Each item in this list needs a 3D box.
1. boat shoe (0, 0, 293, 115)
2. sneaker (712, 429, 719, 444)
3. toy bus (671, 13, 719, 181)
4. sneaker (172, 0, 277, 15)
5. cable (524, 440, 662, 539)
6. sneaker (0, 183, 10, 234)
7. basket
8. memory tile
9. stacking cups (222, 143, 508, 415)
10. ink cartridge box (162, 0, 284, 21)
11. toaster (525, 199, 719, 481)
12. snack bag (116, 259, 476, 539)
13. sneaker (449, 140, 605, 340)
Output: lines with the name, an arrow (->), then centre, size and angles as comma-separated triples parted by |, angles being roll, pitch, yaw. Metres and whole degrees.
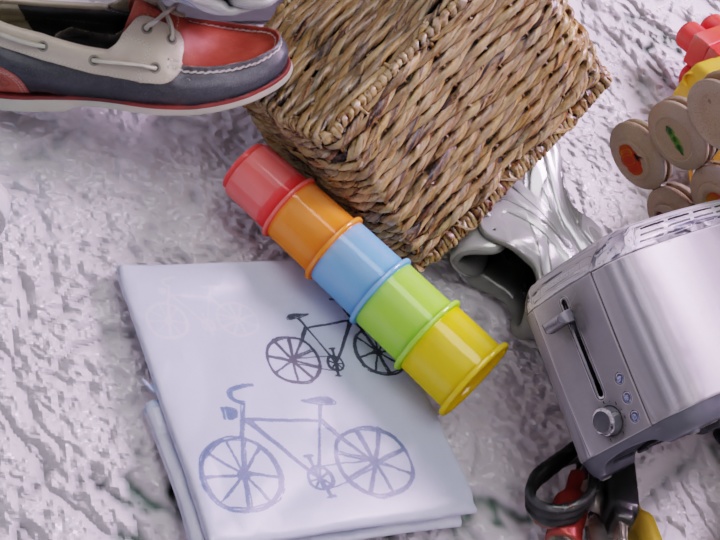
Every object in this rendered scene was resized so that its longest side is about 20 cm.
boat shoe -> -0.141, -0.135, 1.080 | 0.200, 0.063, 0.071 | -1, 35, -2
sneaker -> 0.264, 0.140, 1.166 | 0.112, 0.078, 0.200 | 49, 37, 16
toy bus -> 0.295, -0.111, 1.335 | 0.200, 0.136, 0.192 | -26, 59, -38
sneaker -> -0.072, -0.182, 1.078 | 0.087, 0.075, 0.200 | 29, 24, 23
cable -> 0.148, 0.121, 1.141 | 0.097, 0.050, 0.200 | 14, 37, -4
sneaker -> -0.278, -0.091, 1.010 | 0.200, 0.074, 0.082 | 30, 50, -9
basket -> 0.033, -0.126, 1.160 | 0.200, 0.149, 0.143 | -47, 43, -9
memory tile -> 0.244, -0.024, 1.154 | 0.017, 0.153, 0.200 | -32, 93, -28
stacking cups -> 0.000, 0.000, 1.100 | 0.200, 0.061, 0.060 | 44, 46, 13
ink cartridge box -> -0.089, -0.275, 1.249 | 0.146, 0.086, 0.200 | -6, 62, -33
toaster -> 0.196, 0.037, 1.104 | 0.200, 0.114, 0.129 | -15, 76, -40
snack bag -> -0.044, 0.072, 1.062 | 0.188, 0.021, 0.200 | -3, 56, -33
sneaker -> 0.092, -0.041, 1.191 | 0.099, 0.078, 0.200 | -18, 67, -35
